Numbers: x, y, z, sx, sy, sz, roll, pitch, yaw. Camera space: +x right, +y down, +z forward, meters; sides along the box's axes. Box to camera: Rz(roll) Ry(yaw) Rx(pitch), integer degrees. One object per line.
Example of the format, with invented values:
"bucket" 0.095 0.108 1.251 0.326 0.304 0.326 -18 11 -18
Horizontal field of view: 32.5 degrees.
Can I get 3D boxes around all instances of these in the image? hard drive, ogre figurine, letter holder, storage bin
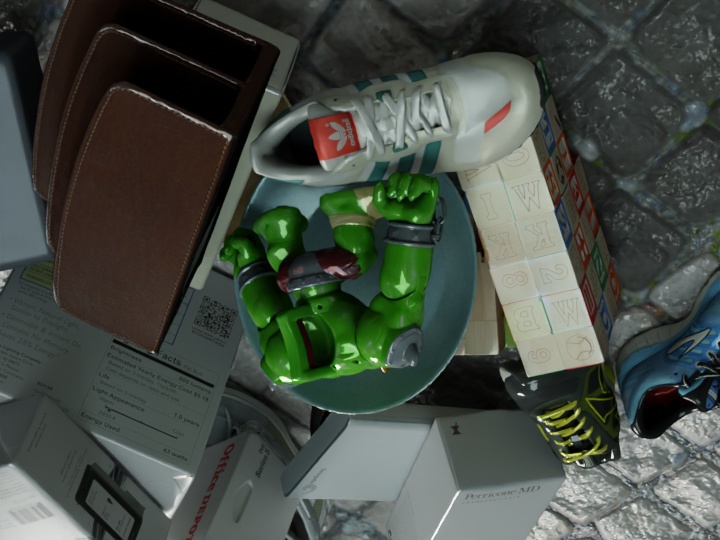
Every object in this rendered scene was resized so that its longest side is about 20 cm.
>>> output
"hard drive" 0.045 0.163 1.089 0.197 0.027 0.132 8 139 -29
"ogre figurine" -0.021 0.013 0.826 0.197 0.122 0.098 -10 171 25
"letter holder" -0.156 -0.069 0.795 0.140 0.101 0.201 24 132 -5
"storage bin" -0.299 -0.088 0.932 0.132 0.146 0.203 -6 112 1

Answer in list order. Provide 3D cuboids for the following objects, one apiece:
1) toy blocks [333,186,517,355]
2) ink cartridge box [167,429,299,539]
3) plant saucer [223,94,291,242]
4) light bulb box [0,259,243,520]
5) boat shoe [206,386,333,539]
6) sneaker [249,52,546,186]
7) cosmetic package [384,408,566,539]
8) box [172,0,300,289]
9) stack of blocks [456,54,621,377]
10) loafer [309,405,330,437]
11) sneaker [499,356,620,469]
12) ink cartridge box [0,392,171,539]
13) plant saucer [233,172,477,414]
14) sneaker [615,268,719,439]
"toy blocks" 0.033 -0.008 0.940 0.197 0.100 0.139 -3 97 17
"ink cartridge box" -0.162 0.246 1.112 0.198 0.146 0.084 -26 117 34
"plant saucer" -0.134 -0.109 0.939 0.197 0.036 0.202 7 132 8
"light bulb box" -0.213 0.083 1.019 0.196 0.202 0.125 25 134 -9
"boat shoe" -0.100 0.184 1.175 0.074 0.065 0.202 -23 122 30
"sneaker" 0.018 -0.087 0.778 0.197 0.093 0.072 -8 99 32
"cosmetic package" 0.095 0.204 1.080 0.100 0.072 0.201 -4 143 -17
"box" -0.114 -0.085 0.884 0.081 0.069 0.201 23 132 -7
"stack of blocks" 0.124 -0.044 0.877 0.058 0.115 0.203 -13 109 23
"loafer" 0.013 0.097 1.063 0.072 0.072 0.201 23 133 -8
"sneaker" 0.170 0.108 0.971 0.074 0.086 0.199 -21 159 21
"ink cartridge box" -0.227 0.192 0.937 0.115 0.068 0.201 -17 126 28
"plant saucer" 0.000 0.000 0.891 0.198 0.039 0.205 0 90 29
"sneaker" 0.279 0.069 0.959 0.078 0.091 0.200 30 131 -14
